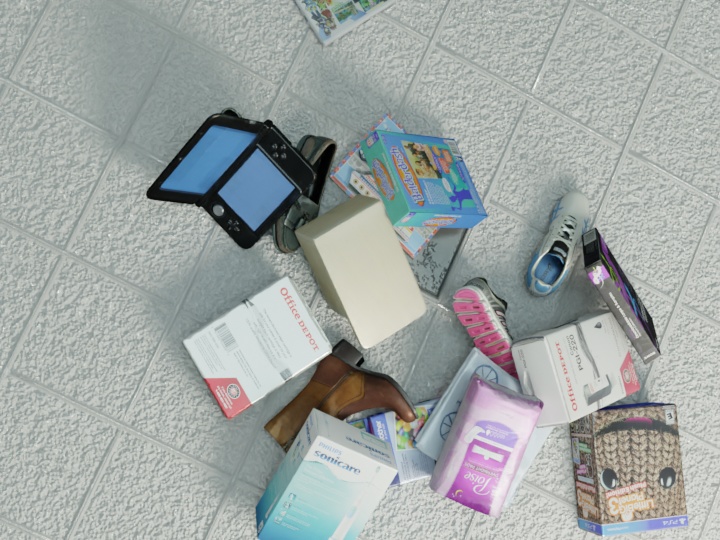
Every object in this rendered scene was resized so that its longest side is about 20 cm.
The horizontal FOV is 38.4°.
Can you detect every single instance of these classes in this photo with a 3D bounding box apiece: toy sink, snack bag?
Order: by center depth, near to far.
[{"bbox_3d":[0.000,0.000,1.657,0.129,0.112,0.203,-30,108,-14],"label":"toy sink"},{"bbox_3d":[0.213,0.259,1.694,0.199,0.021,0.190,35,83,-10],"label":"snack bag"}]

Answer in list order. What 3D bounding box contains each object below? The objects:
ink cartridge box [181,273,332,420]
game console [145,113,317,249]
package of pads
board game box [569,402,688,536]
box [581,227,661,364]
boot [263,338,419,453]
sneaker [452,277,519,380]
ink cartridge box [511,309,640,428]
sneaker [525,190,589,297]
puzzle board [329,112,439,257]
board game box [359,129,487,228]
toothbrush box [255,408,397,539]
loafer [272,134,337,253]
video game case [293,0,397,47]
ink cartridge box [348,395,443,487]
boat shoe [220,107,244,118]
[{"bbox_3d":[-0.164,0.120,1.639,0.198,0.084,0.146,-32,90,-12],"label":"ink cartridge box"},{"bbox_3d":[-0.197,-0.131,1.590,0.176,0.117,0.200,46,122,-5],"label":"game console"},{"bbox_3d":[0.196,0.273,1.626,0.119,0.076,0.203,21,98,-4],"label":"package of pads"},{"bbox_3d":[0.448,0.330,1.734,0.156,0.097,0.204,-4,85,-11],"label":"board game box"},{"bbox_3d":[0.433,0.041,1.722,0.036,0.143,0.201,-28,106,20],"label":"box"},{"bbox_3d":[-0.029,0.237,1.642,0.187,0.069,0.201,38,78,13],"label":"boot"},{"bbox_3d":[0.221,0.095,1.722,0.202,0.073,0.088,60,34,-19],"label":"sneaker"},{"bbox_3d":[0.355,0.159,1.701,0.198,0.084,0.148,-15,87,-37],"label":"ink cartridge box"},{"bbox_3d":[0.344,-0.046,1.763,0.071,0.072,0.203,27,79,-6],"label":"sneaker"},{"bbox_3d":[0.067,-0.145,1.745,0.200,0.017,0.151,43,78,-4],"label":"puzzle board"},{"bbox_3d":[0.104,-0.145,1.666,0.198,0.045,0.154,0,62,-46],"label":"board game box"},{"bbox_3d":[-0.055,0.338,1.591,0.145,0.086,0.202,25,107,-17],"label":"toothbrush box"},{"bbox_3d":[-0.090,-0.125,1.676,0.071,0.062,0.204,25,76,-47],"label":"loafer"},{"bbox_3d":[-0.032,-0.509,1.758,0.198,0.022,0.184,-34,92,-13],"label":"video game case"},{"bbox_3d":[0.088,0.282,1.698,0.196,0.042,0.122,-13,87,-11],"label":"ink cartridge box"},{"bbox_3d":[-0.183,-0.166,1.672,0.070,0.064,0.203,-26,91,-13],"label":"boat shoe"}]
